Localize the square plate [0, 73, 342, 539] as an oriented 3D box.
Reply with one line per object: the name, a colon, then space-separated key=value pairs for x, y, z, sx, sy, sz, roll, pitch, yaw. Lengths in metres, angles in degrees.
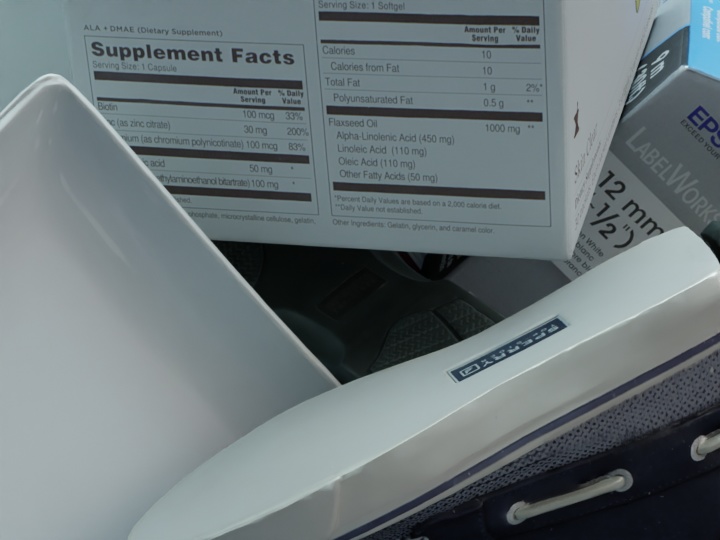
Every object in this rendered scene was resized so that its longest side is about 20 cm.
square plate: x=-0.093 y=0.081 z=0.704 sx=0.198 sy=0.028 sz=0.200 roll=-48 pitch=109 yaw=-18

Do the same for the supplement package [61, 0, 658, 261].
supplement package: x=0.010 y=-0.101 z=0.792 sx=0.200 sy=0.155 sz=0.111 roll=-64 pitch=153 yaw=-57

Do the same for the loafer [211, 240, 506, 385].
loafer: x=-0.012 y=0.016 z=0.805 sx=0.200 sy=0.072 sz=0.063 roll=42 pitch=-29 yaw=35

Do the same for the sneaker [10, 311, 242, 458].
sneaker: x=-0.054 y=0.051 z=0.798 sx=0.200 sy=0.075 sz=0.090 roll=41 pitch=23 yaw=-27

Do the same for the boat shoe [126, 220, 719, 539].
boat shoe: x=0.040 y=0.070 z=0.691 sx=0.075 sy=0.199 sz=0.093 roll=-108 pitch=173 yaw=-73

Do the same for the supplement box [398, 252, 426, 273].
supplement box: x=0.000 y=0.000 z=0.962 sx=0.110 sy=0.086 sz=0.200 roll=42 pitch=21 yaw=-22

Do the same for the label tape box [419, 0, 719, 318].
label tape box: x=0.113 y=-0.053 z=0.877 sx=0.066 sy=0.200 sz=0.143 roll=42 pitch=22 yaw=-9

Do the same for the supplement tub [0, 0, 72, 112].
supplement tub: x=-0.119 y=-0.111 z=0.866 sx=0.132 sy=0.132 sz=0.200 roll=51 pitch=28 yaw=-12
